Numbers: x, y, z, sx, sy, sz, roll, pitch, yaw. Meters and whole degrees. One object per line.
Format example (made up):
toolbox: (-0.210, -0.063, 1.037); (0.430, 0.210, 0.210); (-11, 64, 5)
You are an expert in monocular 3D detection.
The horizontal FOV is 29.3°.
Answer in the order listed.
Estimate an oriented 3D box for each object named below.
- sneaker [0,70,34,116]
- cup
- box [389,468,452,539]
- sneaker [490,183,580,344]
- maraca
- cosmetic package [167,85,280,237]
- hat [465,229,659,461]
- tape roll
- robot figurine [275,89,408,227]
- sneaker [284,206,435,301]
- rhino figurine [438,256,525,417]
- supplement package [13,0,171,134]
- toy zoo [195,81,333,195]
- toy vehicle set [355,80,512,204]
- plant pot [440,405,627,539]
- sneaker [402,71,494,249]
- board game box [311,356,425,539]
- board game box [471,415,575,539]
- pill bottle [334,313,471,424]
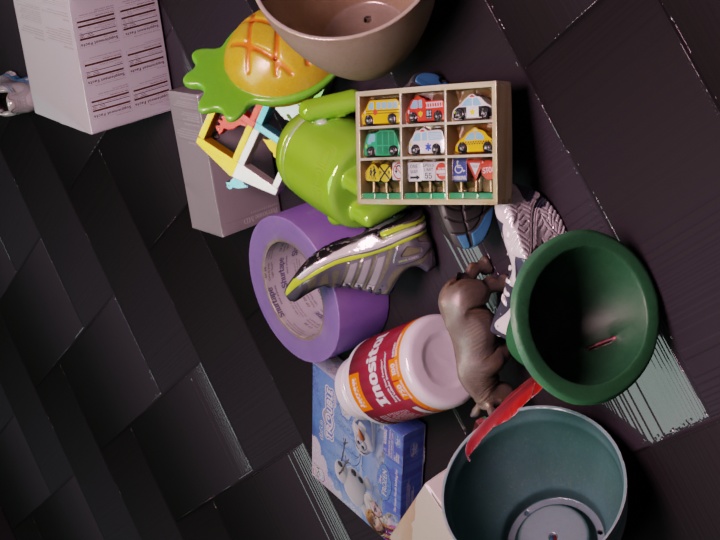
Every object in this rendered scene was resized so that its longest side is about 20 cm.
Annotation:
sneaker: (-0.635, -0.309, 2.450); (0.200, 0.086, 0.075); (9, 117, 55)
cup: (-0.004, -0.287, 1.478); (0.200, 0.200, 0.143); (48, 171, 28)
box: (0.111, 0.303, 1.681); (0.078, 0.095, 0.200); (53, 153, 18)
sneaker: (0.171, 0.016, 1.468); (0.129, 0.079, 0.200); (-29, 94, 49)
maraca: (-0.110, -0.246, 1.627); (0.137, 0.199, 0.107); (59, 169, 31)
cosmetic package: (-0.182, -0.156, 1.861); (0.090, 0.106, 0.201); (14, 121, 51)
hat: (0.177, 0.064, 1.397); (0.166, 0.200, 0.176); (57, 155, -5)
tape roll: (-0.056, 0.012, 1.795); (0.200, 0.085, 0.201); (31, 131, 43)
robot figurine: (-0.025, -0.124, 1.634); (0.200, 0.115, 0.176); (34, 149, 48)
sneaker: (0.000, 0.000, 1.647); (0.199, 0.074, 0.081); (-24, 101, 19)
rhino figurine: (0.140, 0.092, 1.550); (0.060, 0.087, 0.201); (-1, 107, 56)
supplement package: (-0.394, -0.330, 2.028); (0.191, 0.147, 0.201); (23, 126, 48)
toy zoo: (-0.129, -0.187, 1.740); (0.131, 0.020, 0.201); (34, 116, 12)
toy vehicle set: (0.075, -0.132, 1.460); (0.199, 0.026, 0.125); (2, 96, 44)
plant pot: (0.199, 0.268, 1.497); (0.200, 0.200, 0.134); (37, 162, 39)
sneaker: (0.090, -0.116, 1.529); (0.082, 0.073, 0.201); (-34, 70, 60)
board game box: (0.007, 0.246, 1.875); (0.199, 0.043, 0.201); (35, 135, 42)
board game box: (0.197, 0.274, 1.637); (0.200, 0.019, 0.103); (44, 139, 33)
pill bottle: (0.051, 0.127, 1.677); (0.200, 0.113, 0.114); (-27, 86, 57)
